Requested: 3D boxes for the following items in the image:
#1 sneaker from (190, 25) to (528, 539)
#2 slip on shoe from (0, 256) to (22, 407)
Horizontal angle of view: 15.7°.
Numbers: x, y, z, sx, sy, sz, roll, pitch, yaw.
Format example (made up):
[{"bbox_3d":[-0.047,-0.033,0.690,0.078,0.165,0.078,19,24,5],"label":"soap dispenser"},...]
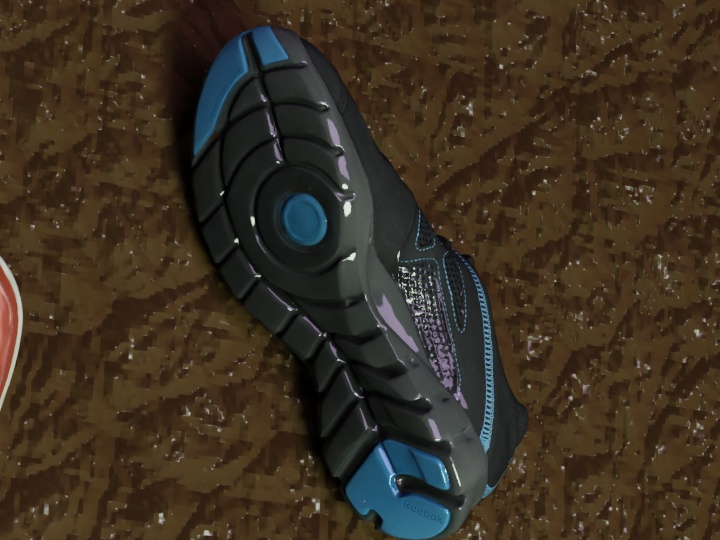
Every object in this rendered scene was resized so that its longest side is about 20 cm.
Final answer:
[{"bbox_3d":[0.000,0.000,0.987,0.082,0.073,0.200,-33,104,-53],"label":"sneaker"},{"bbox_3d":[-0.165,0.069,0.847,0.074,0.061,0.200,42,57,-18],"label":"slip on shoe"}]
